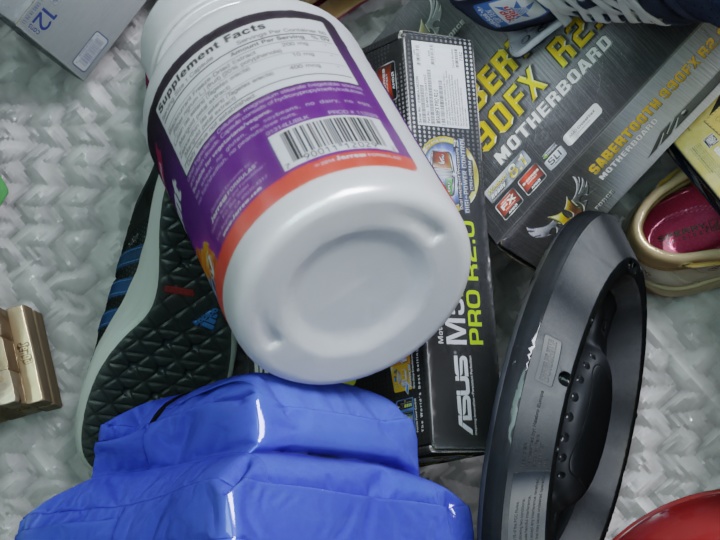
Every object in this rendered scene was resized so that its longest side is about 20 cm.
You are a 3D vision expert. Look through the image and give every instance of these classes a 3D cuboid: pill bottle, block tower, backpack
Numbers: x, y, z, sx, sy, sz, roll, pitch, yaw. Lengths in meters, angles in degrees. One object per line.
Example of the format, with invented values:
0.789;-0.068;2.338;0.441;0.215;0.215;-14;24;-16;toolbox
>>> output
-0.035;-0.052;1.038;0.111;0.112;0.200;-31;45;3;pill bottle
-0.263;0.067;1.205;0.199;0.054;0.058;-16;78;6;block tower
-0.061;0.142;1.045;0.200;0.162;0.169;-23;59;45;backpack

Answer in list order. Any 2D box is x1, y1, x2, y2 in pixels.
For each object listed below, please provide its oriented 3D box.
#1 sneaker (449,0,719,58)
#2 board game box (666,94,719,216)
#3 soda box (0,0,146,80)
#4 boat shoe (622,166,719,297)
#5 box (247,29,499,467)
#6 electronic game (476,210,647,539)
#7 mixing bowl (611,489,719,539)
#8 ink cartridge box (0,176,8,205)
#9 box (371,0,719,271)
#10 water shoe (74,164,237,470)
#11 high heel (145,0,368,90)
0.108;-0.132;1.043;0.109;0.070;0.200;-46;40;7;sneaker
0.196;-0.110;1.124;0.135;0.035;0.200;-35;50;3;board game box
-0.120;-0.204;1.210;0.068;0.063;0.200;36;88;40;soda box
0.223;-0.044;1.136;0.199;0.069;0.074;-26;78;4;boat shoe
0.000;0.000;1.127;0.044;0.160;0.201;3;79;-34;box
0.093;0.071;1.072;0.041;0.200;0.201;11;83;18;electronic game
0.185;0.201;1.085;0.199;0.108;0.202;-1;82;9;mixing bowl
-0.275;-0.014;1.131;0.084;0.146;0.201;12;57;25;ink cartridge box
0.108;-0.122;1.122;0.200;0.048;0.159;-47;48;13;box
-0.094;0.012;1.183;0.071;0.079;0.201;17;109;-15;water shoe
-0.023;-0.126;1.170;0.199;0.067;0.097;-15;64;35;high heel
